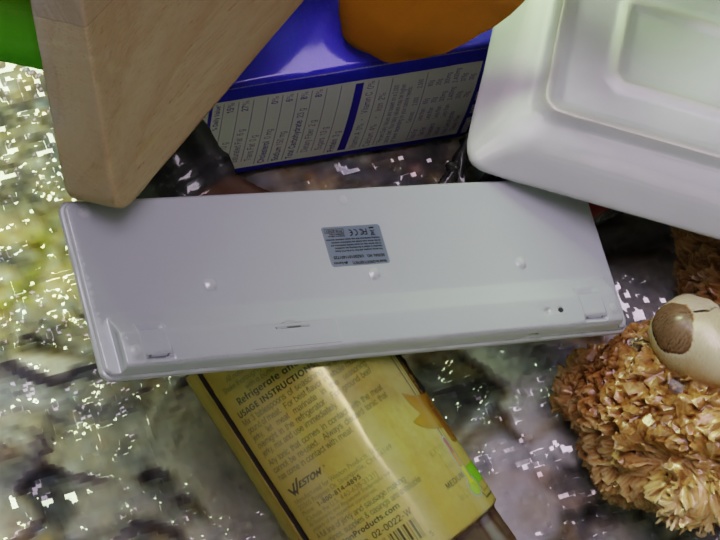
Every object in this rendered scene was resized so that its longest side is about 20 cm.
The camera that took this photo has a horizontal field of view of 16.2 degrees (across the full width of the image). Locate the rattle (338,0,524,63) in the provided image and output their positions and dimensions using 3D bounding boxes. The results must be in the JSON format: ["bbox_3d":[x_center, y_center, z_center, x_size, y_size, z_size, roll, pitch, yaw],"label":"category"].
[{"bbox_3d":[0.084,-0.168,0.861,0.129,0.143,0.201,21,51,-10],"label":"rattle"}]

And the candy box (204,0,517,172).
[{"bbox_3d":[-0.013,-0.129,0.917,0.198,0.077,0.170,-9,65,-13],"label":"candy box"}]

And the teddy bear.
[{"bbox_3d":[0.164,0.018,0.863,0.198,0.067,0.146,-4,58,-10],"label":"teddy bear"}]

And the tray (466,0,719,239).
[{"bbox_3d":[0.141,-0.057,0.854,0.198,0.022,0.108,16,64,-4],"label":"tray"}]

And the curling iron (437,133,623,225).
[{"bbox_3d":[0.114,-0.051,0.915,0.199,0.026,0.050,-20,85,-20],"label":"curling iron"}]

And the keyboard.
[{"bbox_3d":[0.000,0.000,0.791,0.199,0.011,0.057,-4,63,-35],"label":"keyboard"}]

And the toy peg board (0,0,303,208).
[{"bbox_3d":[-0.078,-0.162,0.762,0.097,0.200,0.200,13,42,22],"label":"toy peg board"}]

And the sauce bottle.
[{"bbox_3d":[-0.025,0.024,0.807,0.064,0.065,0.201,-32,90,-22],"label":"sauce bottle"}]
